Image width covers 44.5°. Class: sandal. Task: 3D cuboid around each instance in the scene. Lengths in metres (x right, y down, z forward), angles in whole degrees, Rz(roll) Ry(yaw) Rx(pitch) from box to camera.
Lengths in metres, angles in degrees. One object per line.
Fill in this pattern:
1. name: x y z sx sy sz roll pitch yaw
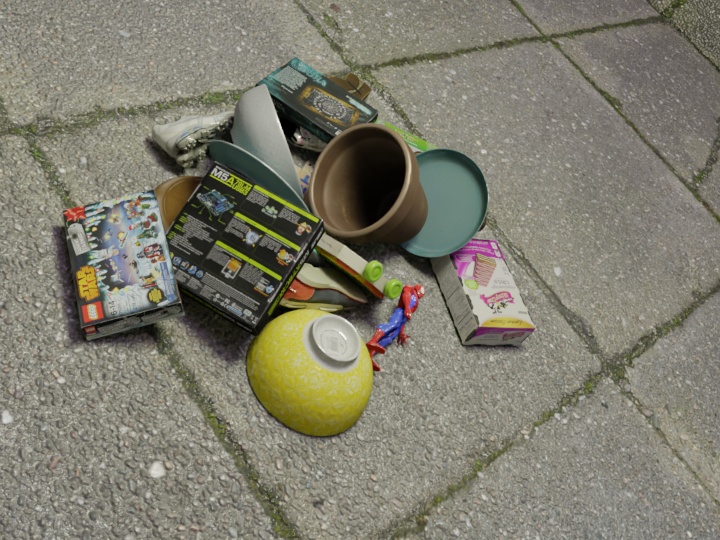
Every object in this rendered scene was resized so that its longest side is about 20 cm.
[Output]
1. sandal: -0.035 -0.351 1.777 0.080 0.054 0.200 44 27 -1
2. sandal: 0.152 -0.140 1.636 0.054 0.082 0.200 -36 76 -27

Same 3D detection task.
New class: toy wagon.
1. toy wagon: 0.000 0.000 1.439 0.154 0.040 0.200 32 -6 40

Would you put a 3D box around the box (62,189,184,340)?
1. box: -0.333 -0.012 1.230 0.135 0.040 0.202 -15 59 -11

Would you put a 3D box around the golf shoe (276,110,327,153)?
1. golf shoe: -0.087 -0.247 1.633 0.198 0.073 0.093 28 46 3

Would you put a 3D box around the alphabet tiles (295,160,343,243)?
1. alphabet tiles: -0.095 -0.136 1.571 0.199 0.008 0.168 34 42 -5

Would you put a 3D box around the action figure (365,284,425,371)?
1. action figure: 0.063 0.084 1.444 0.051 0.066 0.201 19 41 14

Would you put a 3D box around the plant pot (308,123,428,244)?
1. plant pot: 0.035 -0.125 1.519 0.174 0.199 0.202 33 29 -55

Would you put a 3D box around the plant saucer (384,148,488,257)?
1. plant saucer: 0.139 -0.120 1.590 0.202 0.199 0.027 59 14 23

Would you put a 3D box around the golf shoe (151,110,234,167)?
1. golf shoe: -0.268 -0.244 1.502 0.096 0.079 0.199 32 31 20

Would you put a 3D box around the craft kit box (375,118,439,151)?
1. craft kit box: 0.093 -0.191 1.725 0.197 0.049 0.200 23 46 -17

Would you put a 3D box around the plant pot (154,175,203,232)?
1. plant pot: -0.244 -0.080 1.403 0.197 0.028 0.202 19 45 -19

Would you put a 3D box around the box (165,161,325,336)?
1. box: -0.183 -0.035 1.291 0.198 0.048 0.195 27 69 12

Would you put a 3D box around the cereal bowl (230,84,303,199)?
1. cereal bowl: -0.163 -0.200 1.455 0.082 0.201 0.202 -18 59 -4

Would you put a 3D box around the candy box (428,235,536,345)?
1. candy box: 0.217 0.036 1.594 0.134 0.061 0.202 3 52 -32

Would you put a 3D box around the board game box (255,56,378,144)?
1. board game box: -0.079 -0.307 1.617 0.199 0.028 0.135 35 46 10

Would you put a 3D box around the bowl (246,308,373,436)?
1. bowl: -0.057 0.128 1.288 0.197 0.108 0.202 19 45 -20

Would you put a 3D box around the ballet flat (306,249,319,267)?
1. ballet flat: -0.159 -0.043 1.371 0.198 0.068 0.069 33 54 -5

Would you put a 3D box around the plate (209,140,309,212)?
1. plate: -0.164 -0.128 1.384 0.199 0.200 0.026 37 73 -1

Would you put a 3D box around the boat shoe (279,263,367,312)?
1. boat shoe: -0.060 0.036 1.385 0.071 0.063 0.199 45 16 29
